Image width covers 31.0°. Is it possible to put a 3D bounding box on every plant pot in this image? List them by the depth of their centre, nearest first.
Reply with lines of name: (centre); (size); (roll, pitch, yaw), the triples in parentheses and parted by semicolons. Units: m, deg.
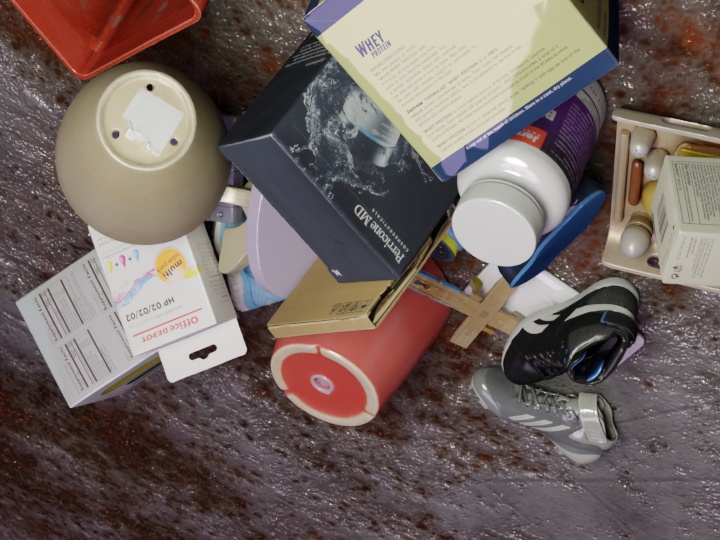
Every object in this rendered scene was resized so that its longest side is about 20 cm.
plant pot: (-0.232, -0.337, 1.237); (0.198, 0.177, 0.201); (-15, 124, 42)
plant pot: (-0.211, -0.130, 1.277); (0.186, 0.189, 0.200); (33, 170, -6)
plant pot: (-0.010, 0.073, 1.557); (0.198, 0.178, 0.202); (18, 142, 15)

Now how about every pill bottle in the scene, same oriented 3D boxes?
pill bottle: (0.156, -0.103, 1.232); (0.110, 0.201, 0.112); (17, 141, 14)

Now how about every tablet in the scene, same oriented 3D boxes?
tablet: (0.221, 0.057, 1.525); (0.199, 0.014, 0.130); (34, 142, -5)

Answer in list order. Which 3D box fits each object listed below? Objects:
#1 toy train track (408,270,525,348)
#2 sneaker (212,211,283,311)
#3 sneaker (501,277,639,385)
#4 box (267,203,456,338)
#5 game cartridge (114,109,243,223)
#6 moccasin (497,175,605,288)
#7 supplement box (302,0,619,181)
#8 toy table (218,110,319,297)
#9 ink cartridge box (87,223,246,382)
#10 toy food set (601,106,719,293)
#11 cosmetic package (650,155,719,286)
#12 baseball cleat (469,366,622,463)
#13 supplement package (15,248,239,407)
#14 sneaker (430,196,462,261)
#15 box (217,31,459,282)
toy train track: (0.108, 0.023, 1.506); (0.198, 0.033, 0.115); (25, 127, -18)
sneaker: (-0.128, -0.034, 1.617); (0.088, 0.079, 0.201); (-3, 138, 9)
sneaker: (0.224, 0.094, 1.453); (0.073, 0.113, 0.200); (38, 128, -15)
box: (0.000, 0.000, 1.359); (0.021, 0.164, 0.199); (47, 152, -20)
game cartridge: (-0.229, -0.132, 1.536); (0.197, 0.038, 0.132); (9, 110, 24)
moccasin: (0.185, -0.048, 1.373); (0.069, 0.080, 0.200); (59, 147, 14)
supplement box: (0.092, -0.231, 1.143); (0.199, 0.135, 0.200); (-33, 113, 29)
toy table: (-0.102, -0.082, 1.455); (0.116, 0.203, 0.183); (17, 177, 41)
ink cartridge box: (-0.220, 0.022, 1.492); (0.114, 0.068, 0.203); (-21, 88, 16)
toy food set: (0.313, -0.066, 1.288); (0.141, 0.061, 0.202); (14, 140, 19)
cosmetic package: (0.374, -0.042, 1.192); (0.196, 0.106, 0.072); (5, 138, 0)
baseball cleat: (0.235, 0.163, 1.603); (0.198, 0.070, 0.106); (31, 137, -18)
supplement package: (-0.288, 0.050, 1.625); (0.198, 0.152, 0.152); (-32, 84, 14)
sneaker: (0.052, -0.074, 1.458); (0.199, 0.079, 0.066); (21, 160, 41)
box: (0.001, -0.127, 1.287); (0.197, 0.201, 0.117); (47, 156, -23)
